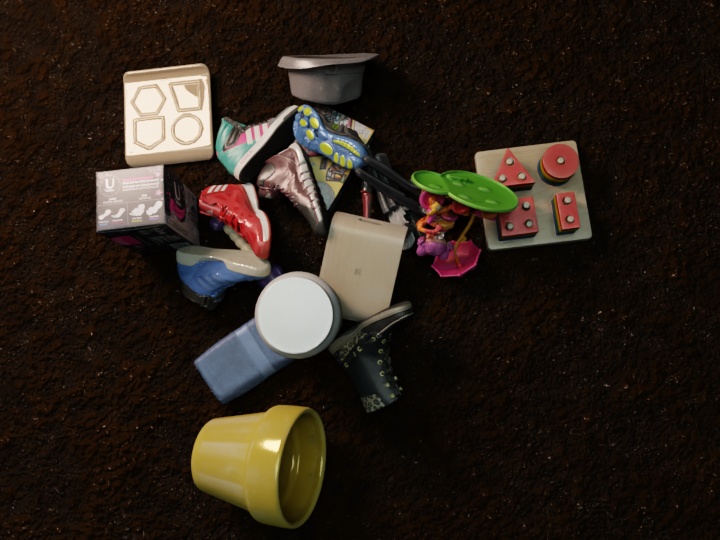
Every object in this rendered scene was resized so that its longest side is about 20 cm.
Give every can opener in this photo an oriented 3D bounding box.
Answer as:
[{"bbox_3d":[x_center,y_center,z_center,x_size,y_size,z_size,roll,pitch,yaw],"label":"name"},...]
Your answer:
[{"bbox_3d":[0.075,-0.153,1.238,0.199,0.079,0.064,20,100,-26],"label":"can opener"},{"bbox_3d":[0.070,-0.134,1.291,0.066,0.053,0.201,-16,79,-34],"label":"can opener"}]

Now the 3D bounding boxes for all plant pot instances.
[{"bbox_3d":[-0.183,0.336,1.153,0.188,0.201,0.202,0,79,20],"label":"plant pot"}]

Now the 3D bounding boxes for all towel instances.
[{"bbox_3d":[-0.206,0.158,1.250,0.199,0.049,0.112,-33,83,-4],"label":"towel"}]

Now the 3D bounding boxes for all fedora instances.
[{"bbox_3d":[-0.062,-0.381,1.302,0.199,0.177,0.091,-10,113,-23],"label":"fedora"}]

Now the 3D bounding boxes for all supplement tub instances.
[{"bbox_3d":[-0.104,0.077,1.132,0.143,0.200,0.146,0,86,-1],"label":"supplement tub"}]

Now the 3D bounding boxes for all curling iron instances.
[{"bbox_3d":[0.003,-0.146,1.287,0.049,0.026,0.202,6,91,9],"label":"curling iron"}]

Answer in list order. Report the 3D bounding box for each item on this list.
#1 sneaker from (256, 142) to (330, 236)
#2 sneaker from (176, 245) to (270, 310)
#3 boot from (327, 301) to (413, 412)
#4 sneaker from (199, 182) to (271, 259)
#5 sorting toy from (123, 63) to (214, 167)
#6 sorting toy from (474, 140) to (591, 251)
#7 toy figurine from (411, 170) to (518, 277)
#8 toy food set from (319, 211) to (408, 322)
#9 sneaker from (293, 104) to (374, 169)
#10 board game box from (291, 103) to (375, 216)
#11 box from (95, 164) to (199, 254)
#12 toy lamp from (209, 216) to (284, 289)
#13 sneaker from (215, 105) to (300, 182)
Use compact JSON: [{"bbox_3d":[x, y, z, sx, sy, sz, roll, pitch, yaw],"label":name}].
[{"bbox_3d":[-0.134,-0.139,1.260,0.115,0.076,0.201,-21,69,5],"label":"sneaker"},{"bbox_3d":[-0.258,0.022,1.243,0.199,0.077,0.112,7,110,18],"label":"sneaker"},{"bbox_3d":[0.045,0.158,1.191,0.203,0.073,0.154,-34,80,34],"label":"boot"},{"bbox_3d":[-0.241,-0.091,1.231,0.115,0.079,0.200,-3,39,-25],"label":"sneaker"},{"bbox_3d":[-0.397,-0.319,1.360,0.184,0.036,0.202,-6,84,3],"label":"sorting toy"},{"bbox_3d":[0.334,-0.151,1.260,0.198,0.070,0.200,-7,79,3],"label":"sorting toy"},{"bbox_3d":[0.165,-0.073,1.207,0.199,0.150,0.185,8,121,-13],"label":"toy figurine"},{"bbox_3d":[0.000,0.000,1.253,0.142,0.060,0.201,13,98,6],"label":"toy food set"},{"bbox_3d":[-0.055,-0.254,1.273,0.199,0.083,0.071,37,111,24],"label":"sneaker"},{"bbox_3d":[-0.076,-0.222,1.318,0.135,0.035,0.201,29,83,8],"label":"board game box"},{"bbox_3d":[-0.393,-0.111,1.234,0.131,0.200,0.116,-6,80,2],"label":"box"},{"bbox_3d":[-0.215,-0.031,1.282,0.058,0.058,0.200,-43,78,-4],"label":"toy lamp"},{"bbox_3d":[-0.217,-0.278,1.317,0.120,0.084,0.200,35,69,16],"label":"sneaker"}]
